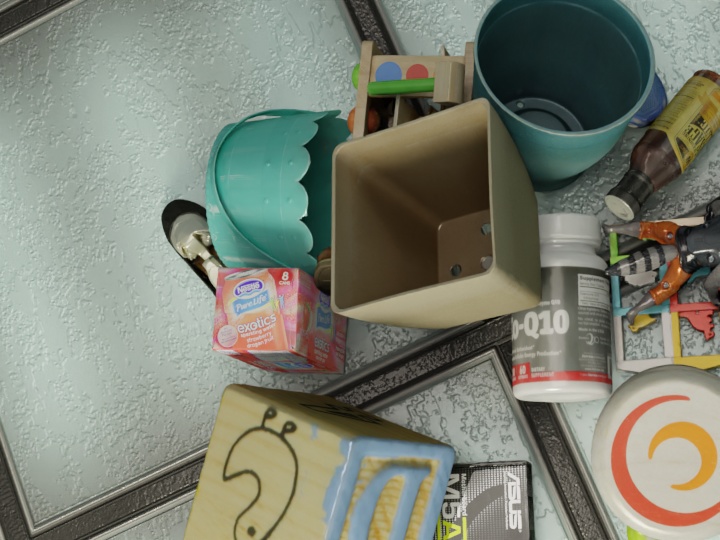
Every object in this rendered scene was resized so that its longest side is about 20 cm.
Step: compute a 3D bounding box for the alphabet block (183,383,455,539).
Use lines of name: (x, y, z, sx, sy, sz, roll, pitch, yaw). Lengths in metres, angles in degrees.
alphabet block: (-0.044, 0.249, 1.632, 0.199, 0.196, 0.198, 16, 89, 39)

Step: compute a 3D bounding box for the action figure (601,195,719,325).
action figure: (0.377, 0.004, 1.637, 0.192, 0.104, 0.202, -17, 72, 21)

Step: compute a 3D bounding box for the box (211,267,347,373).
box: (-0.089, 0.061, 1.714, 0.101, 0.200, 0.096, 1, 79, 17)

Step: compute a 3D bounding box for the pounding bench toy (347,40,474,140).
pounding bench toy: (0.059, -0.201, 1.729, 0.154, 0.200, 0.126, 4, 80, 14)

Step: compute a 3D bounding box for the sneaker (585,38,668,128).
sneaker: (0.291, -0.256, 1.737, 0.078, 0.089, 0.201, -32, 75, 7)

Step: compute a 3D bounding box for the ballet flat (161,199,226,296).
ballet flat: (-0.184, -0.020, 1.825, 0.068, 0.068, 0.200, -45, 72, 4)

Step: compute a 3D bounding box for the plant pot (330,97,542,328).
plant pot: (0.097, -0.037, 1.614, 0.198, 0.177, 0.202, -15, 62, 29)

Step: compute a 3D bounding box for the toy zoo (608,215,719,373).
toy zoo: (0.354, 0.042, 1.698, 0.130, 0.020, 0.203, -5, 78, 13)

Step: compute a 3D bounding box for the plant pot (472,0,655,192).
plant pot: (0.215, -0.190, 1.677, 0.197, 0.188, 0.202, 1, 63, -3)

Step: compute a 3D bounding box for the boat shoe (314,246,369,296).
boat shoe: (0.000, 0.000, 1.705, 0.071, 0.200, 0.069, 1, 73, 20)

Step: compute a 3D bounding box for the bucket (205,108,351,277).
bucket: (-0.089, -0.089, 1.750, 0.133, 0.207, 0.210, -1, 79, 19)

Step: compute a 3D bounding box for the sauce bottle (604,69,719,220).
sauce bottle: (0.351, -0.140, 1.686, 0.066, 0.066, 0.200, 34, 73, 18)

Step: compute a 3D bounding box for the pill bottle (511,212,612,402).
pill bottle: (0.227, 0.044, 1.682, 0.113, 0.114, 0.203, -3, 78, 14)

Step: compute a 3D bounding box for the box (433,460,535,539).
box: (0.105, 0.322, 1.694, 0.191, 0.047, 0.203, -4, 78, 17)

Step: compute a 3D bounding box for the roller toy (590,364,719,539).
roller toy: (0.346, 0.193, 1.608, 0.199, 0.140, 0.183, -36, 83, 10)
